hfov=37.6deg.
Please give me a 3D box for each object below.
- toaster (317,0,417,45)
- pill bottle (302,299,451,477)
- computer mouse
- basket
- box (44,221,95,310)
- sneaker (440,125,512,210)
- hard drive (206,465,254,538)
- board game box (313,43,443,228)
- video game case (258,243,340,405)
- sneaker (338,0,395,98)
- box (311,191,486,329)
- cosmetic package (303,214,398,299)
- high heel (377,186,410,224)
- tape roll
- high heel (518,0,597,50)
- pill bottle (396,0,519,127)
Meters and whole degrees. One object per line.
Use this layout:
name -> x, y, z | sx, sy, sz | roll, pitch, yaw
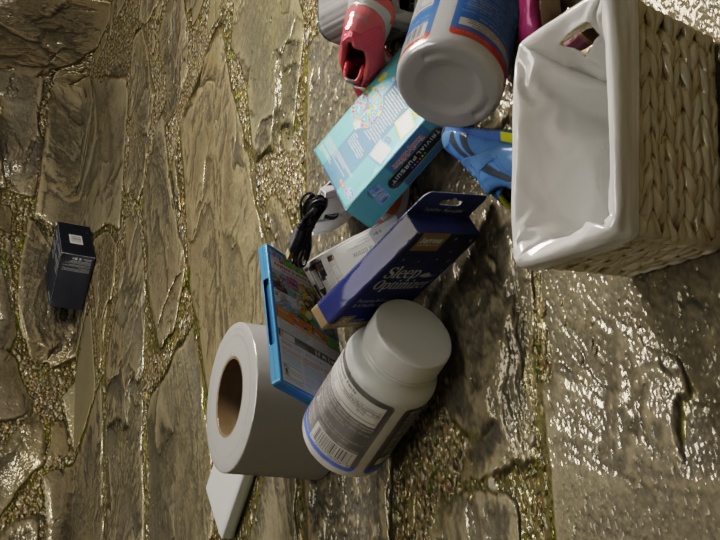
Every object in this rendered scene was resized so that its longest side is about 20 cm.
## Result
toaster -> 0.017, -0.373, 1.376 | 0.129, 0.112, 0.203 | -4, 76, 62
pill bottle -> 0.018, 0.134, 1.200 | 0.201, 0.112, 0.115 | -59, 33, 38
computer mouse -> -0.037, -0.081, 1.393 | 0.200, 0.043, 0.111 | -50, -19, -58
basket -> 0.209, -0.102, 0.861 | 0.135, 0.122, 0.203 | -23, 62, 61
box -> -0.870, -0.015, 3.159 | 0.184, 0.103, 0.201 | -68, 28, 23
sneaker -> 0.134, -0.108, 1.092 | 0.200, 0.065, 0.080 | -153, 70, -64
hard drive -> -0.203, 0.311, 1.714 | 0.132, 0.026, 0.202 | 56, 132, 56
board game box -> 0.041, -0.171, 1.251 | 0.200, 0.047, 0.152 | -47, 36, 15
video game case -> -0.072, 0.079, 1.340 | 0.018, 0.143, 0.202 | -27, 52, 24
sneaker -> -0.001, -0.257, 1.323 | 0.201, 0.073, 0.088 | 80, -147, -61
box -> 0.048, -0.008, 1.140 | 0.200, 0.120, 0.033 | -47, 64, 30
cosmetic package -> 0.000, 0.000, 1.317 | 0.083, 0.050, 0.199 | 59, 151, -3
high heel -> 0.014, -0.108, 1.361 | 0.097, 0.066, 0.202 | 103, 153, -48
tape roll -> -0.116, 0.179, 1.443 | 0.202, 0.137, 0.206 | -30, 56, 58
high heel -> 0.166, -0.270, 1.067 | 0.096, 0.067, 0.202 | -43, 47, 38
pill bottle -> 0.109, -0.255, 1.099 | 0.112, 0.111, 0.202 | -47, 20, 50
